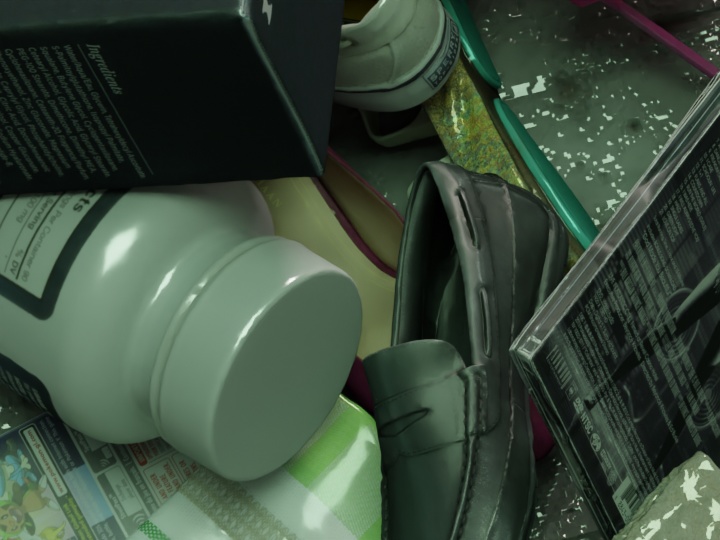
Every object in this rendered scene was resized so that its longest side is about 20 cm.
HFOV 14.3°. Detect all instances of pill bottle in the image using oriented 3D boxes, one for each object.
[{"bbox_3d":[-0.102,-0.002,1.125,0.200,0.120,0.120,30,68,29],"label":"pill bottle"}]

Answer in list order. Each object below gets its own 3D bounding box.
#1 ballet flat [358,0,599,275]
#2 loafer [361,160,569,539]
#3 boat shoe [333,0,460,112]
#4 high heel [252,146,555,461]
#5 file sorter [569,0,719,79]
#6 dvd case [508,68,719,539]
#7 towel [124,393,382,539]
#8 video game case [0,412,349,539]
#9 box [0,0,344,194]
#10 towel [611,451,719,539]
[{"bbox_3d":[0.039,-0.059,1.206,0.070,0.071,0.201,-23,66,-9],"label":"ballet flat"},{"bbox_3d":[0.029,0.052,1.087,0.070,0.068,0.201,27,58,-28],"label":"loafer"},{"bbox_3d":[-0.058,-0.109,1.191,0.199,0.070,0.071,11,69,33],"label":"boat shoe"},{"bbox_3d":[0.000,0.000,1.152,0.200,0.096,0.067,37,74,19],"label":"high heel"},{"bbox_3d":[0.197,-0.183,1.202,0.125,0.139,0.201,32,64,-25],"label":"file sorter"},{"bbox_3d":[0.140,0.002,1.123,0.016,0.149,0.200,23,65,38],"label":"dvd case"},{"bbox_3d":[-0.037,0.146,1.097,0.149,0.031,0.200,40,71,17],"label":"towel"},{"bbox_3d":[-0.086,0.142,1.129,0.182,0.023,0.200,-27,67,-11],"label":"video game case"},{"bbox_3d":[-0.112,-0.118,1.060,0.199,0.107,0.149,-2,59,16],"label":"box"},{"bbox_3d":[0.113,0.178,1.082,0.132,0.034,0.200,43,73,6],"label":"towel"}]
